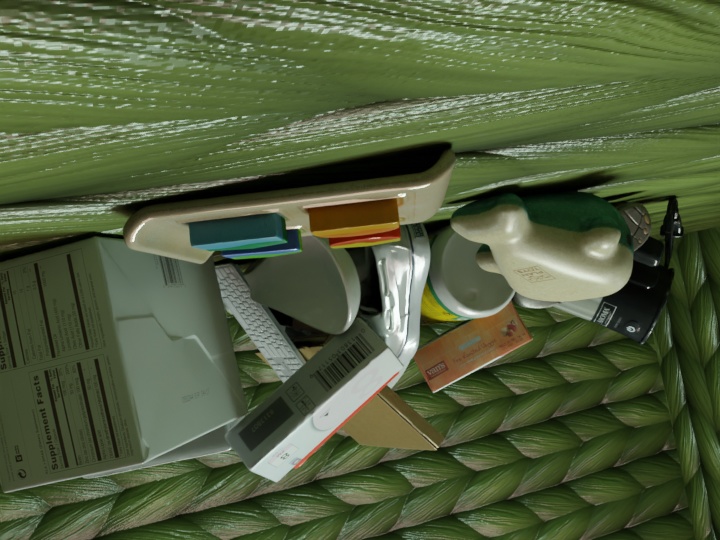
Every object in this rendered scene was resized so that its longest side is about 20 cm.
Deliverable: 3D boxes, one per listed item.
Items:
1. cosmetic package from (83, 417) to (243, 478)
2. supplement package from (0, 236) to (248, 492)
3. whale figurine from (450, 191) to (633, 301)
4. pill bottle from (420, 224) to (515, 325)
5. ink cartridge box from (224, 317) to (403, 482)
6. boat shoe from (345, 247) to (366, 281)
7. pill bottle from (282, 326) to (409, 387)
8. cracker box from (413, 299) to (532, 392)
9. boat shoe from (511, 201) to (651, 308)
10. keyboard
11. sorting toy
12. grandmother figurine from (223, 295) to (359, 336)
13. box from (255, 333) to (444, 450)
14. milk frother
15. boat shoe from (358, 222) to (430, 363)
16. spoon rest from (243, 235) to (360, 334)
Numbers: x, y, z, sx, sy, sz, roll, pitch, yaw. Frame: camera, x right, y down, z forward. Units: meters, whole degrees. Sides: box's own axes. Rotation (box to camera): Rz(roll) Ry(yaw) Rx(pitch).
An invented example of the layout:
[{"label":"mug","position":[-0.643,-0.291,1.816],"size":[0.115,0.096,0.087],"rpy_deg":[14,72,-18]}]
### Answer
[{"label":"cosmetic package","position":[-0.237,0.113,0.927],"size":[0.165,0.200,0.165],"rpy_deg":[-11,177,-3]},{"label":"supplement package","position":[-0.188,0.064,0.625],"size":[0.111,0.156,0.200],"rpy_deg":[-14,176,11]},{"label":"whale figurine","position":[0.177,-0.040,0.773],"size":[0.200,0.104,0.159],"rpy_deg":[23,157,-36]},{"label":"pill bottle","position":[0.092,0.009,0.967],"size":[0.113,0.113,0.200],"rpy_deg":[-9,176,-25]},{"label":"ink cartridge box","position":[-0.025,0.141,0.781],"size":[0.163,0.057,0.200],"rpy_deg":[-42,150,-4]},{"label":"boat shoe","position":[0.000,0.000,0.898],"size":[0.075,0.069,0.200],"rpy_deg":[-11,177,5]},{"label":"pill bottle","position":[-0.037,0.075,1.040],"size":[0.200,0.111,0.111],"rpy_deg":[31,-162,26]},{"label":"cracker box","position":[0.138,0.095,1.018],"size":[0.134,0.058,0.200],"rpy_deg":[-29,173,3]},{"label":"boat shoe","position":[0.264,-0.021,0.992],"size":[0.200,0.076,0.072],"rpy_deg":[-29,-156,-7]},{"label":"keyboard","position":[-0.107,0.072,0.900],"size":[0.056,0.200,0.011],"rpy_deg":[-11,-149,39]},{"label":"sorting toy","position":[-0.036,-0.031,0.541],"size":[0.200,0.037,0.185],"rpy_deg":[-11,176,3]},{"label":"grandmother figurine","position":[-0.074,0.046,0.927],"size":[0.200,0.061,0.121],"rpy_deg":[20,152,-2]},{"label":"box","position":[-0.017,0.149,0.963],"size":[0.163,0.200,0.021],"rpy_deg":[-13,-142,54]},{"label":"milk frother","position":[0.358,-0.027,1.159],"size":[0.188,0.181,0.200],"rpy_deg":[23,-143,12]},{"label":"boat shoe","position":[0.023,0.027,0.813],"size":[0.065,0.074,0.200],"rpy_deg":[-12,134,-16]},{"label":"spoon rest","position":[-0.060,0.009,0.743],"size":[0.061,0.100,0.200],"rpy_deg":[-23,-169,-25]}]
